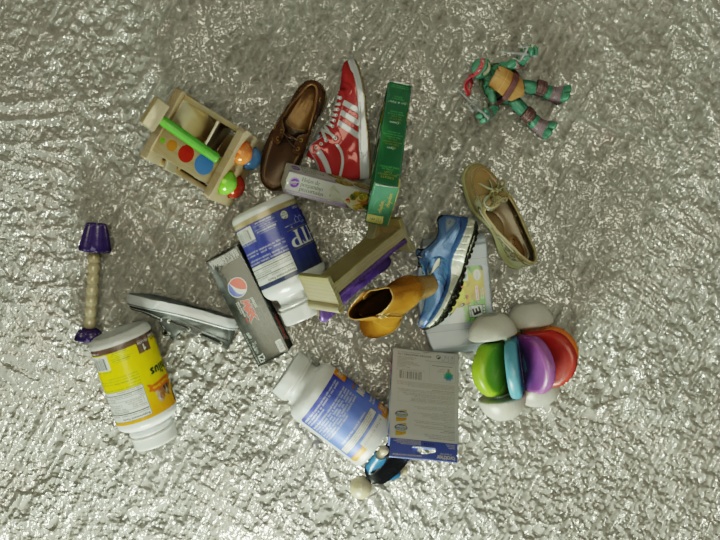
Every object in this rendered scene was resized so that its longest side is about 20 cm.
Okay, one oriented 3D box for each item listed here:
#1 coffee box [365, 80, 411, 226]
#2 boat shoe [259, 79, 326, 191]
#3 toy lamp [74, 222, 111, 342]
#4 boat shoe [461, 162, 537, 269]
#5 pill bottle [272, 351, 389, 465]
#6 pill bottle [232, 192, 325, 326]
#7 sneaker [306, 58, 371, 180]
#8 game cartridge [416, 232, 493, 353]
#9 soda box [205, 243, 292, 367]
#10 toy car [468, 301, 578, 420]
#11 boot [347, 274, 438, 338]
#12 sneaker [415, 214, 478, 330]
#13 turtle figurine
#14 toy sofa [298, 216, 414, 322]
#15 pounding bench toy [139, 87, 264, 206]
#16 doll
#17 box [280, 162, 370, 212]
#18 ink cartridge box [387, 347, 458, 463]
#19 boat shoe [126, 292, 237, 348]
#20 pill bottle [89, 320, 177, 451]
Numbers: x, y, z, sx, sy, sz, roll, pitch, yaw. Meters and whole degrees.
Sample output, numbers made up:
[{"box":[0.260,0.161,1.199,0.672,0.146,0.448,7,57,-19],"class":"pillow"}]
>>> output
[{"box":[0.045,-0.189,1.362,0.043,0.124,0.204,10,61,-3],"class":"coffee box"},{"box":[-0.120,-0.233,1.422,0.071,0.068,0.203,26,93,-2],"class":"boat shoe"},{"box":[-0.462,0.020,1.438,0.057,0.058,0.206,3,94,-1],"class":"toy lamp"},{"box":[0.244,-0.098,1.431,0.073,0.063,0.202,-35,96,-14],"class":"boat shoe"},{"box":[-0.050,0.232,1.428,0.199,0.112,0.113,38,92,-3],"class":"pill bottle"},{"box":[-0.127,-0.017,1.409,0.118,0.120,0.204,-24,94,1],"class":"pill bottle"},{"box":[-0.044,-0.254,1.421,0.110,0.071,0.205,-6,95,-4],"class":"sneaker"},{"box":[0.164,0.042,1.460,0.130,0.040,0.205,-6,93,3],"class":"game cartridge"},{"box":[-0.190,0.058,1.436,0.062,0.071,0.203,-26,93,3],"class":"soda box"},{"box":[0.281,0.153,1.390,0.196,0.149,0.180,-12,97,-32],"class":"toy car"},{"box":[0.023,0.064,1.367,0.200,0.142,0.072,-37,73,40],"class":"boot"},{"box":[0.132,0.001,1.411,0.087,0.078,0.204,19,95,17],"class":"sneaker"},{"box":[0.254,-0.313,1.409,0.197,0.101,0.152,25,107,-17],"class":"turtle figurine"},{"box":[0.000,0.000,1.377,0.199,0.082,0.099,-39,118,-34],"class":"toy sofa"},{"box":[-0.257,-0.198,1.346,0.154,0.200,0.126,31,92,7],"class":"pounding bench toy"},{"box":[0.061,0.320,1.439,0.200,0.137,0.048,-43,56,-11],"class":"doll"},{"box":[-0.036,-0.134,1.411,0.196,0.042,0.039,13,115,-19],"class":"box"},{"box":[0.106,0.230,1.399,0.116,0.042,0.203,5,52,-1],"class":"ink cartridge box"},{"box":[-0.312,0.090,1.443,0.195,0.070,0.068,15,91,-9],"class":"boat shoe"},{"box":[-0.380,0.198,1.418,0.107,0.109,0.205,-17,99,0],"class":"pill bottle"}]
